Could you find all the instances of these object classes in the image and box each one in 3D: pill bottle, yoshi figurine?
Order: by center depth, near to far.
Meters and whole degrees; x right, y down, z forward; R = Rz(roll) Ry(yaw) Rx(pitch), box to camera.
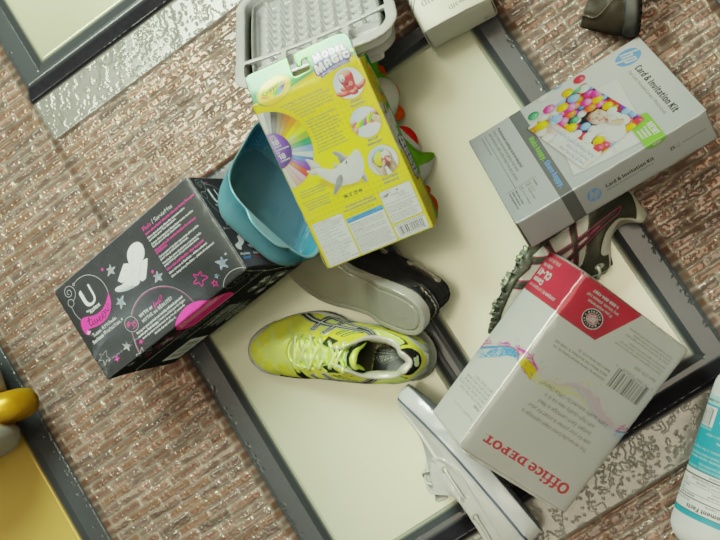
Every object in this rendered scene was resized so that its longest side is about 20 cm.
[{"bbox_3d":[0.360,0.204,1.058,0.111,0.111,0.200,18,92,12],"label":"pill bottle"},{"bbox_3d":[0.001,-0.133,1.156,0.112,0.112,0.200,-21,80,17],"label":"yoshi figurine"}]

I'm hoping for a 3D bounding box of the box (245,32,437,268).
[{"bbox_3d":[-0.019,-0.115,1.073,0.117,0.048,0.200,-21,103,15],"label":"box"}]

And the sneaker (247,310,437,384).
[{"bbox_3d":[-0.023,0.079,1.165,0.200,0.076,0.076,-1,89,13],"label":"sneaker"}]

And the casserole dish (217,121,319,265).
[{"bbox_3d":[-0.085,-0.075,1.137,0.121,0.200,0.039,42,118,-16],"label":"casserole dish"}]

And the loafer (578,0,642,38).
[{"bbox_3d":[0.243,-0.332,1.127,0.071,0.073,0.200,-2,86,12],"label":"loafer"}]

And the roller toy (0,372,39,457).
[{"bbox_3d":[-0.463,0.165,1.204,0.182,0.200,0.140,-29,80,45],"label":"roller toy"}]

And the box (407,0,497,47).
[{"bbox_3d":[0.063,-0.341,1.169,0.082,0.068,0.200,-27,82,10],"label":"box"}]

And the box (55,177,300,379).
[{"bbox_3d":[-0.186,0.004,1.160,0.200,0.132,0.115,-36,80,21],"label":"box"}]

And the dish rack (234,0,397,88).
[{"bbox_3d":[-0.043,-0.249,1.152,0.171,0.044,0.200,-21,40,11],"label":"dish rack"}]

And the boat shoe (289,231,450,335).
[{"bbox_3d":[0.000,0.000,1.171,0.200,0.060,0.074,23,133,30],"label":"boat shoe"}]

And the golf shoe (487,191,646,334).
[{"bbox_3d":[0.200,-0.007,1.122,0.088,0.077,0.200,34,95,6],"label":"golf shoe"}]

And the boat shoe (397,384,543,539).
[{"bbox_3d":[0.095,0.206,1.135,0.065,0.074,0.200,-41,79,3],"label":"boat shoe"}]

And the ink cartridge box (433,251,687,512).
[{"bbox_3d":[0.189,0.107,1.083,0.148,0.086,0.200,35,97,-23],"label":"ink cartridge box"}]

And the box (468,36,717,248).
[{"bbox_3d":[0.219,-0.126,1.093,0.200,0.041,0.156,-30,38,9],"label":"box"}]
